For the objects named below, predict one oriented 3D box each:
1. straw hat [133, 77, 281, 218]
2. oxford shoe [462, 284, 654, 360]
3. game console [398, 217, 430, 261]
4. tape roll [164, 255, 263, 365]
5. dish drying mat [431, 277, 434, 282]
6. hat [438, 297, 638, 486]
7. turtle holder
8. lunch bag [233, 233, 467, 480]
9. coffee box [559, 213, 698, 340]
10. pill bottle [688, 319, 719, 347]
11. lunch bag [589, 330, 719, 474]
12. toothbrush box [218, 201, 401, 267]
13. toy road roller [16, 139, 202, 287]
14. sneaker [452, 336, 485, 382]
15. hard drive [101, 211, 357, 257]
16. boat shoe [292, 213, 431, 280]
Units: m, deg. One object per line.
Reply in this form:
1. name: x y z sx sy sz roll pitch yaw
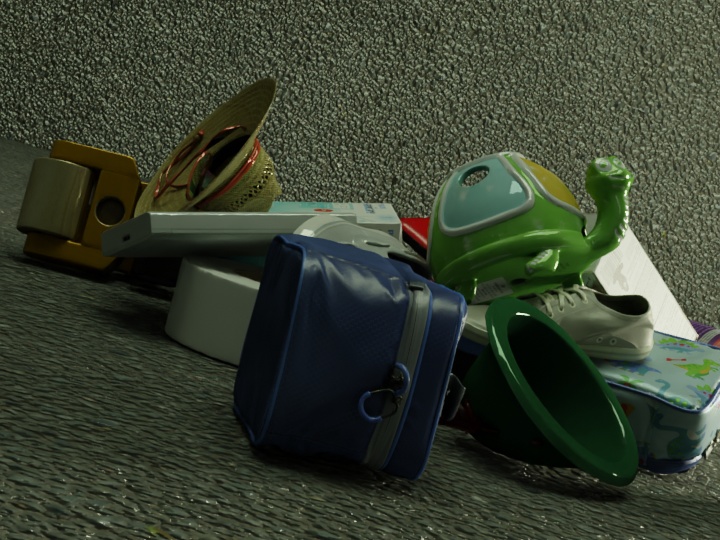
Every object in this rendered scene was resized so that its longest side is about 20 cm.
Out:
1. straw hat: -0.122 -0.086 1.396 0.085 0.201 0.201 44 -6 -21
2. oxford shoe: 0.169 0.040 1.268 0.199 0.058 0.075 4 22 -20
3. game console: 0.131 0.040 1.601 0.172 0.119 0.200 -3 36 -48
4. tape roll: -0.072 0.045 1.317 0.201 0.071 0.202 15 4 -1
5. dish drying mat: 0.083 0.045 1.531 0.018 0.077 0.200 -25 3 3
6. hat: 0.096 0.132 1.166 0.165 0.176 0.201 12 43 -54
7. turtle holder: 0.142 -0.040 1.303 0.141 0.132 0.185 8 -30 -43
8. lunch bag: -0.001 0.057 0.983 0.132 0.137 0.200 14 5 -13
9. coffee box: 0.244 0.035 1.476 0.114 0.080 0.200 1 -38 41
10. pill bottle: 0.366 0.109 1.733 0.200 0.112 0.111 20 7 43
11. lunch bag: 0.238 0.103 1.332 0.199 0.083 0.161 17 26 23
12. toothbrush box: -0.061 -0.022 1.512 0.199 0.086 0.146 2 10 -2
13. toy road roller: -0.262 -0.049 1.574 0.199 0.124 0.146 15 -11 -6
14. sneaker: 0.060 0.074 1.342 0.070 0.078 0.200 18 5 -19
15. hard drive: -0.121 -0.032 1.331 0.199 0.026 0.132 0 -7 -29
16. boat shoe: 0.000 0.000 1.276 0.068 0.072 0.200 25 4 27
